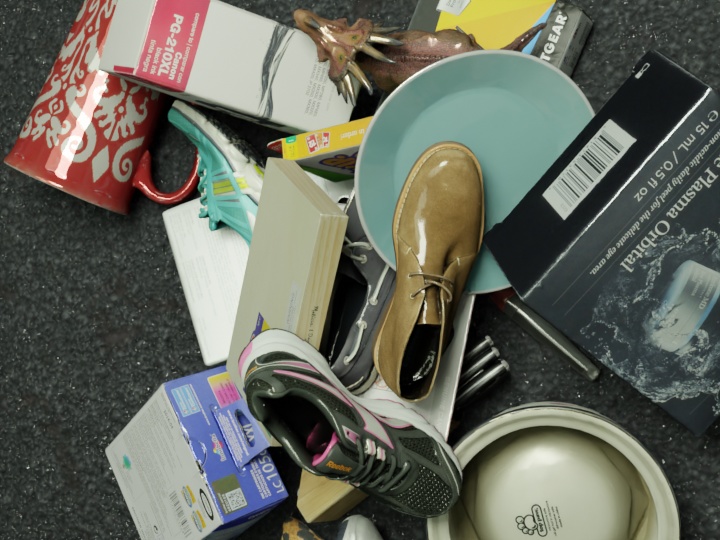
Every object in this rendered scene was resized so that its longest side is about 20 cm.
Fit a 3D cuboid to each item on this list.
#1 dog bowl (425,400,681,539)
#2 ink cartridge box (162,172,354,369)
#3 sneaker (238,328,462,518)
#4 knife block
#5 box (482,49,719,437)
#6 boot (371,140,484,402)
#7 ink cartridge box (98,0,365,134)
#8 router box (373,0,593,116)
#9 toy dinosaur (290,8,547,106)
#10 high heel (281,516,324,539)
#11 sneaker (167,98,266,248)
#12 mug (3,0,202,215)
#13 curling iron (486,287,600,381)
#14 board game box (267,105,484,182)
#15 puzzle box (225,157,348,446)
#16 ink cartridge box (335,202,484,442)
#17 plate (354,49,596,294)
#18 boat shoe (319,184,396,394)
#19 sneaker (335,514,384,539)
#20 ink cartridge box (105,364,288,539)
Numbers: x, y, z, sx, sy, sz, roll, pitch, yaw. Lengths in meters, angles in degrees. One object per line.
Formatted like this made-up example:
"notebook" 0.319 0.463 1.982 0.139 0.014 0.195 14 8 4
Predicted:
"dog bowl" 0.155 0.197 0.928 0.198 0.074 0.202 2 100 10
"ink cartridge box" -0.076 -0.012 1.103 0.199 0.047 0.161 -19 77 5
"sneaker" -0.012 0.133 0.857 0.199 0.086 0.081 32 108 -11
"knife block" 0.044 0.135 1.011 0.174 0.064 0.202 7 84 26
"box" 0.237 -0.019 0.861 0.199 0.118 0.197 36 104 -21
"boot" 0.057 0.005 0.867 0.073 0.076 0.202 9 106 -9
"ink cartridge box" -0.114 -0.184 1.019 0.145 0.199 0.085 25 99 63
"router box" 0.099 -0.155 1.021 0.148 0.051 0.201 24 97 24
"toy dinosaur" 0.050 -0.170 0.935 0.198 0.135 0.087 -4 81 16
"high heel" -0.045 0.313 0.995 0.071 0.142 0.201 -30 74 19
"sneaker" -0.124 -0.077 1.064 0.080 0.077 0.200 -40 75 10
"mug" -0.239 -0.166 1.156 0.133 0.177 0.201 24 91 60
"curling iron" 0.127 0.035 1.010 0.199 0.026 0.050 34 120 18
"board game box" 0.027 -0.109 0.971 0.199 0.095 0.030 -8 80 26
"puzzle box" -0.064 0.024 0.933 0.133 0.025 0.201 47 129 56
"ink cartridge box" 0.017 0.049 0.979 0.175 0.045 0.202 8 80 27
"plate" 0.092 -0.076 0.892 0.198 0.026 0.202 -3 115 -7
"boat shoe" 0.000 0.000 0.940 0.072 0.063 0.202 8 80 26
"sneaker" 0.064 0.294 0.984 0.129 0.079 0.201 -23 77 19
"ink cartridge box" -0.147 0.179 1.041 0.200 0.076 0.137 -45 66 50
